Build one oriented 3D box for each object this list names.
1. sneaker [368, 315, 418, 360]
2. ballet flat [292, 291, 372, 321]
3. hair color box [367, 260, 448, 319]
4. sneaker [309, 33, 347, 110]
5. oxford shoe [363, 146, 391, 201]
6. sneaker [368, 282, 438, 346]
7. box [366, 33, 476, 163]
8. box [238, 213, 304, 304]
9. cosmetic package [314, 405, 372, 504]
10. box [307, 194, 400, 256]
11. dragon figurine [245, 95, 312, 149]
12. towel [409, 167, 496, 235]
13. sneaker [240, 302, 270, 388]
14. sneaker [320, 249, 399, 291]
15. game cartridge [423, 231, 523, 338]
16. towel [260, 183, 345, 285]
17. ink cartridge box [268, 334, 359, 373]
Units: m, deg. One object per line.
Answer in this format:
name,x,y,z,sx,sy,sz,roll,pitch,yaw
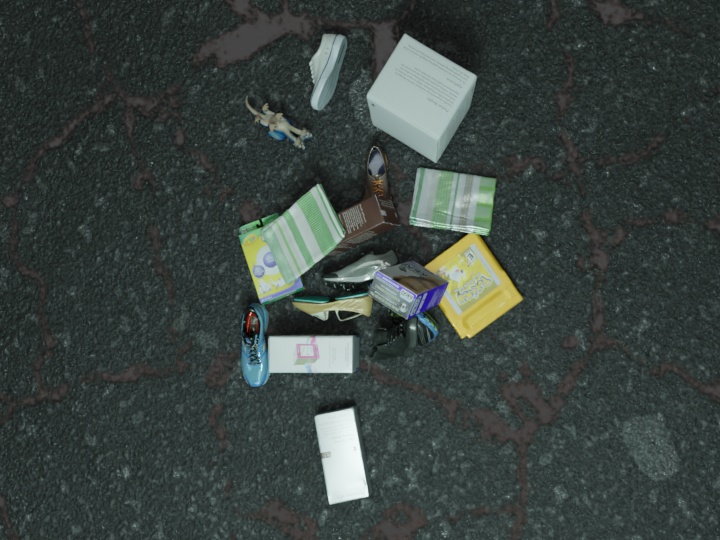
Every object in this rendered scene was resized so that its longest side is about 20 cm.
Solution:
sneaker,0.073,0.156,1.528,0.101,0.201,0.061,6,62,2
ballet flat,-0.067,0.091,1.617,0.195,0.069,0.065,-4,97,8
hair color box,0.111,0.039,1.510,0.108,0.199,0.066,31,112,20
sneaker,-0.094,-0.497,1.685,0.069,0.073,0.204,15,77,17
oxford shoe,0.037,-0.198,1.629,0.069,0.073,0.206,-7,83,5
sneaker,0.094,0.102,1.580,0.199,0.071,0.083,41,102,-7
box,0.142,-0.394,1.574,0.197,0.200,0.173,32,86,8
box,-0.221,-0.032,1.652,0.115,0.048,0.204,-20,80,-2
cosmetic package,-0.040,0.428,1.572,0.099,0.074,0.205,-13,81,6
box,-0.017,-0.102,1.582,0.197,0.100,0.077,-22,80,24
dragon figurine,-0.210,-0.365,1.684,0.198,0.099,0.060,30,89,28
towel,0.221,-0.169,1.611,0.195,0.031,0.153,8,74,9
sneaker,-0.262,0.179,1.616,0.076,0.090,0.206,-6,83,5
sneaker,0.000,0.000,1.620,0.195,0.074,0.081,-11,73,0
game cartridge,0.259,0.036,1.598,0.175,0.032,0.202,-35,79,2
towel,-0.135,-0.085,1.575,0.198,0.023,0.155,-35,74,24
ink cartridge box,-0.106,0.192,1.568,0.194,0.145,0.087,0,85,7
